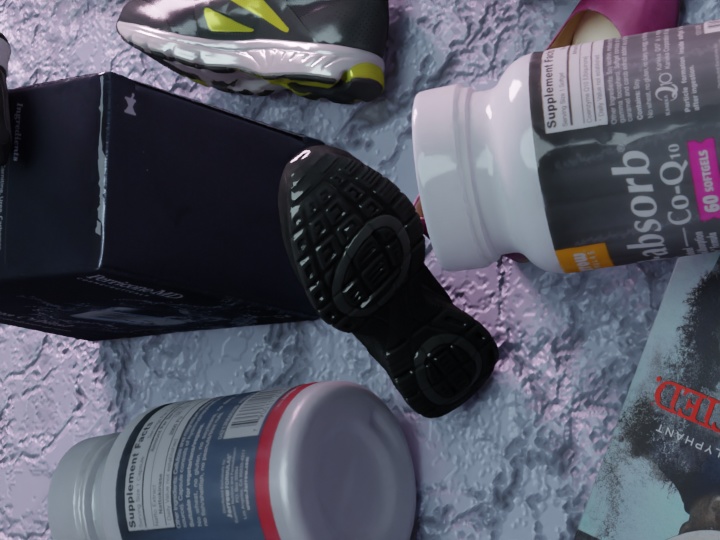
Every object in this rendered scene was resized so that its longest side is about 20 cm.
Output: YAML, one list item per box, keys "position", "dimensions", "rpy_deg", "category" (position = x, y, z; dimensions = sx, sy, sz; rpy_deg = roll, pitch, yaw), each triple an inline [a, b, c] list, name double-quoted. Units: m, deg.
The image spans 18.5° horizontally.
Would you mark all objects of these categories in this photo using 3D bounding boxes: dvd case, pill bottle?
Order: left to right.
- position: [-0.079, 0.132, 1.280]
  dimensions: [0.200, 0.120, 0.120]
  rpy_deg: [-10, 74, 37]
  category: "pill bottle"
- position: [0.133, -0.060, 1.114]
  dimensions: [0.200, 0.116, 0.117]
  rpy_deg: [-9, 73, 12]
  category: "pill bottle"
- position: [0.200, 0.078, 1.132]
  dimensions: [0.146, 0.022, 0.200]
  rpy_deg: [24, 96, 39]
  category: "dvd case"

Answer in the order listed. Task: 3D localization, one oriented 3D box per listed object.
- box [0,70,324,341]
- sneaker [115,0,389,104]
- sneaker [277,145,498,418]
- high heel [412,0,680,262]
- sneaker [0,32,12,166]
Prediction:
- position: [-0.157, -0.032, 1.328]
  dimensions: [0.200, 0.197, 0.118]
  rpy_deg: [-7, 77, 37]
  category: "box"
- position: [-0.061, -0.155, 1.369]
  dimensions: [0.200, 0.074, 0.085]
  rpy_deg: [12, 82, 31]
  category: "sneaker"
- position: [0.000, 0.000, 1.206]
  dimensions: [0.076, 0.200, 0.091]
  rpy_deg: [-38, 44, -7]
  category: "sneaker"
- position: [0.100, -0.097, 1.202]
  dimensions: [0.067, 0.096, 0.200]
  rpy_deg: [43, 107, 37]
  category: "high heel"
- position: [-0.268, -0.053, 1.251]
  dimensions: [0.200, 0.066, 0.091]
  rpy_deg: [-32, 61, 27]
  category: "sneaker"
